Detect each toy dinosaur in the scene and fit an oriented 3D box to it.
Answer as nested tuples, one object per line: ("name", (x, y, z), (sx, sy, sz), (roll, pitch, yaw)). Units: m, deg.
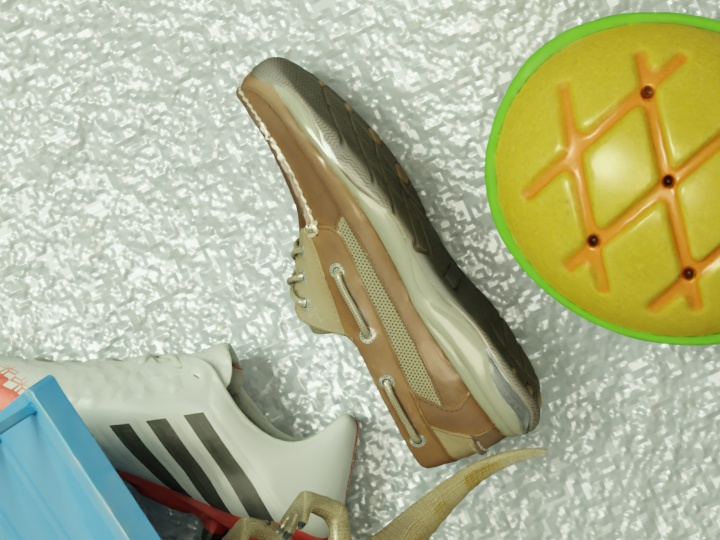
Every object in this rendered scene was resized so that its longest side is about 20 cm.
("toy dinosaur", (-0.007, 0.138, 1.058), (0.101, 0.058, 0.200), (40, 68, -25))

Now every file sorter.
("file sorter", (-0.170, 0.157, 1.047), (0.123, 0.200, 0.139), (-34, 89, -32))

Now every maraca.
("maraca", (0.150, -0.032, 1.033), (0.200, 0.107, 0.137), (19, 99, 6))

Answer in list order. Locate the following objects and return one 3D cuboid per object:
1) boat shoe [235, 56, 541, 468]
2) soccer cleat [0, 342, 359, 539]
("boat shoe", (0.000, 0.000, 1.081), (0.072, 0.076, 0.200), (-34, 89, 14))
("soccer cleat", (-0.096, 0.063, 1.111), (0.200, 0.069, 0.085), (24, 92, 2))
